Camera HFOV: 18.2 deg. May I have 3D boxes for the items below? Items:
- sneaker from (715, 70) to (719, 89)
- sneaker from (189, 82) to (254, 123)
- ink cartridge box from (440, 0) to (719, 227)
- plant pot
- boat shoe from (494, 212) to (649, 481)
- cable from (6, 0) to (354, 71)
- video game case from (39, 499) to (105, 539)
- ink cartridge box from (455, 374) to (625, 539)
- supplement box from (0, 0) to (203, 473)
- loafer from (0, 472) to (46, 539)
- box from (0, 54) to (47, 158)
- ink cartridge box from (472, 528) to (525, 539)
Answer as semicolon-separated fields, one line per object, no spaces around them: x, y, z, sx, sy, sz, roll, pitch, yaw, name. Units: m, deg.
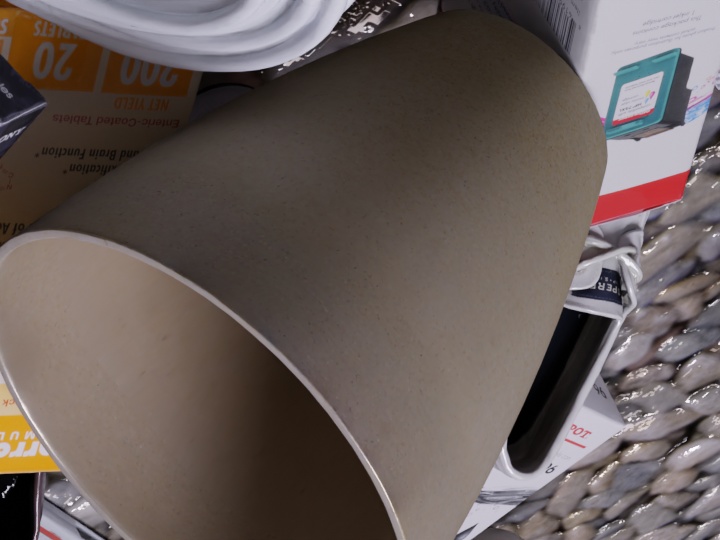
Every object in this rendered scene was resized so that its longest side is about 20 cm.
0.263;-0.120;1.025;0.198;0.116;0.075;3;154;23;sneaker
-0.045;0.004;0.995;0.077;0.112;0.201;-10;112;1;sneaker
0.086;-0.099;0.897;0.067;0.117;0.201;-15;146;-16;ink cartridge box
0.000;0.000;0.812;0.200;0.187;0.188;-46;158;-31;plant pot
0.097;0.001;1.029;0.072;0.066;0.201;19;103;-31;boat shoe
-0.082;-0.143;0.687;0.199;0.070;0.200;22;156;3;cable
-0.187;0.189;1.206;0.142;0.018;0.200;-31;145;9;video game case
0.052;0.074;1.156;0.200;0.068;0.116;-39;144;20;ink cartridge box
-0.145;-0.023;0.842;0.125;0.074;0.201;0;121;-33;supplement box
-0.156;0.047;0.973;0.071;0.063;0.201;-19;140;-26;loafer
-0.216;-0.042;0.766;0.200;0.143;0.036;-44;178;27;box
0.025;0.198;1.254;0.199;0.116;0.068;-3;106;-29;ink cartridge box
